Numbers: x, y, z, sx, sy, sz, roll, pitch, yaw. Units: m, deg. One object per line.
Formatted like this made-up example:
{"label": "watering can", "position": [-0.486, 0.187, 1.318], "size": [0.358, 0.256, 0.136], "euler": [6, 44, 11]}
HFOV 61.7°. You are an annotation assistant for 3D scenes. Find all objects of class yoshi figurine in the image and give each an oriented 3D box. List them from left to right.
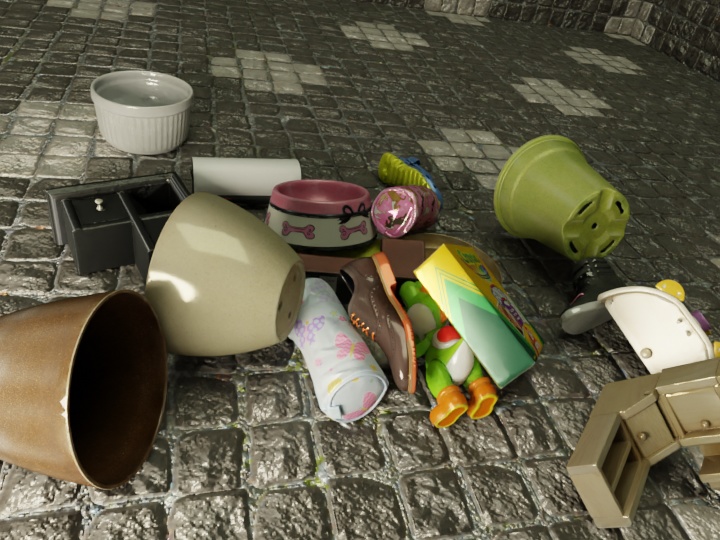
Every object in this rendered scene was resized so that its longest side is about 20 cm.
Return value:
{"label": "yoshi figurine", "position": [0.097, 0.112, 0.814], "size": [0.110, 0.112, 0.203], "euler": [-30, 55, 10]}

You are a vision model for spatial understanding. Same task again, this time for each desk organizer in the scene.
{"label": "desk organizer", "position": [0.000, 0.000, 0.904], "size": [0.194, 0.073, 0.078], "euler": [4, 50, -1]}

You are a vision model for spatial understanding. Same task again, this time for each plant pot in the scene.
{"label": "plant pot", "position": [-0.328, 0.116, 0.610], "size": [0.194, 0.191, 0.189], "euler": [-1, 33, 8]}
{"label": "plant pot", "position": [0.140, 0.003, 1.013], "size": [0.194, 0.028, 0.202], "euler": [8, 36, -6]}
{"label": "plant pot", "position": [0.365, -0.112, 1.066], "size": [0.195, 0.205, 0.185], "euler": [-2, 29, -18]}

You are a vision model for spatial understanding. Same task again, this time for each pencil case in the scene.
{"label": "pencil case", "position": [-0.042, 0.097, 0.779], "size": [0.089, 0.085, 0.201], "euler": [-11, 41, -26]}
{"label": "pencil case", "position": [0.081, -0.104, 1.044], "size": [0.080, 0.089, 0.199], "euler": [6, 8, 17]}

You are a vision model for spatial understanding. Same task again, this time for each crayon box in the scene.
{"label": "crayon box", "position": [0.164, 0.051, 0.797], "size": [0.174, 0.058, 0.199], "euler": [55, 16, 12]}

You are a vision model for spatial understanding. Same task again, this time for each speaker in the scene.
{"label": "speaker", "position": [-0.209, -0.164, 1.097], "size": [0.194, 0.083, 0.082], "euler": [-2, 36, -19]}

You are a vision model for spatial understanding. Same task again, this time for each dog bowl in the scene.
{"label": "dog bowl", "position": [-0.066, -0.099, 1.009], "size": [0.194, 0.076, 0.201], "euler": [4, 20, -1]}

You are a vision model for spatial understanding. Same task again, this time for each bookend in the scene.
{"label": "bookend", "position": [-0.335, -0.047, 0.886], "size": [0.196, 0.094, 0.199], "euler": [-13, 42, -30]}

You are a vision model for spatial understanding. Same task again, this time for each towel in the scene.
{"label": "towel", "position": [-0.039, -0.021, 0.982], "size": [0.194, 0.018, 0.087], "euler": [1, 42, -3]}

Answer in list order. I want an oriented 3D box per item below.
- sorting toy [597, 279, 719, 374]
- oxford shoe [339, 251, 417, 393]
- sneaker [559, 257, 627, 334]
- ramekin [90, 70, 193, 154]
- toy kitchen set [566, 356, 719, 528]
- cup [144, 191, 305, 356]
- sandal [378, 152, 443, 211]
{"label": "sorting toy", "position": [0.470, 0.098, 0.893], "size": [0.178, 0.106, 0.203], "euler": [6, 51, -53]}
{"label": "oxford shoe", "position": [0.023, 0.069, 0.768], "size": [0.070, 0.072, 0.203], "euler": [-11, 51, -9]}
{"label": "sneaker", "position": [0.361, 0.036, 0.976], "size": [0.196, 0.071, 0.100], "euler": [-11, 57, -39]}
{"label": "ramekin", "position": [-0.440, -0.319, 1.225], "size": [0.194, 0.107, 0.202], "euler": [8, 34, -5]}
{"label": "toy kitchen set", "position": [0.377, 0.222, 0.671], "size": [0.179, 0.198, 0.166], "euler": [-35, 96, -46]}
{"label": "cup", "position": [-0.149, 0.020, 0.743], "size": [0.139, 0.205, 0.201], "euler": [14, 34, 11]}
{"label": "sandal", "position": [0.116, -0.181, 1.223], "size": [0.085, 0.081, 0.201], "euler": [-5, 39, -28]}
